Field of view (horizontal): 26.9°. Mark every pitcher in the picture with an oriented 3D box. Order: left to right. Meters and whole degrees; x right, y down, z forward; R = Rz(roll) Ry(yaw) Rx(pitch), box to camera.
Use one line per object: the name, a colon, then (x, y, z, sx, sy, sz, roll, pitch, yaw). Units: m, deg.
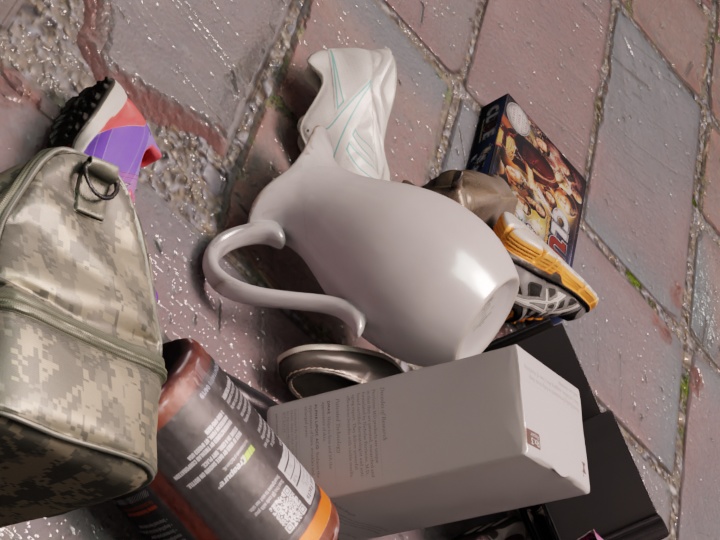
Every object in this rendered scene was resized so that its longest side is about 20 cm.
pitcher: (0.000, 0.000, 1.106, 0.199, 0.122, 0.172, 34, 55, 19)

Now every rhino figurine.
rhino figurine: (0.077, -0.055, 1.255, 0.200, 0.087, 0.060, -4, 88, -73)

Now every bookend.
bookend: (0.152, 0.133, 1.184, 0.200, 0.092, 0.200, 62, 5, -80)

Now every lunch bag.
lunch bag: (-0.205, 0.037, 0.800, 0.139, 0.199, 0.169, 30, 51, -41)

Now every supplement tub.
supplement tub: (-0.086, 0.148, 0.955, 0.200, 0.107, 0.107, 52, 37, -16)

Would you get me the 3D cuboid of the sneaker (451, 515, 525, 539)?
sneaker: (0.084, 0.263, 1.126, 0.199, 0.075, 0.116, -12, 82, -54)

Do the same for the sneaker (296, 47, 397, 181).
sneaker: (-0.015, -0.089, 1.234, 0.080, 0.070, 0.202, 4, 73, -13)

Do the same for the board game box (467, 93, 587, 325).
board game box: (0.155, -0.058, 1.443, 0.135, 0.034, 0.201, 44, 40, -25)

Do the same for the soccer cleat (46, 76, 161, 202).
soccer cleat: (-0.185, -0.045, 0.987, 0.073, 0.068, 0.201, 49, 36, -26)

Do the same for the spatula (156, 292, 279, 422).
spatula: (-0.122, 0.059, 1.035, 0.200, 0.020, 0.057, 38, 55, -34)

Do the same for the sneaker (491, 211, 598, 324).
sneaker: (0.143, 0.011, 1.302, 0.078, 0.077, 0.200, 44, 7, 31)

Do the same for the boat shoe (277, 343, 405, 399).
boat shoe: (0.016, 0.109, 1.140, 0.199, 0.067, 0.057, 28, 44, -44)

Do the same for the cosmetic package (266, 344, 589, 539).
cosmetic package: (0.046, 0.124, 1.037, 0.113, 0.199, 0.082, 36, 43, -54)

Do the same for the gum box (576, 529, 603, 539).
gum box: (0.131, 0.292, 1.069, 0.113, 0.200, 0.066, 41, 15, -28)
